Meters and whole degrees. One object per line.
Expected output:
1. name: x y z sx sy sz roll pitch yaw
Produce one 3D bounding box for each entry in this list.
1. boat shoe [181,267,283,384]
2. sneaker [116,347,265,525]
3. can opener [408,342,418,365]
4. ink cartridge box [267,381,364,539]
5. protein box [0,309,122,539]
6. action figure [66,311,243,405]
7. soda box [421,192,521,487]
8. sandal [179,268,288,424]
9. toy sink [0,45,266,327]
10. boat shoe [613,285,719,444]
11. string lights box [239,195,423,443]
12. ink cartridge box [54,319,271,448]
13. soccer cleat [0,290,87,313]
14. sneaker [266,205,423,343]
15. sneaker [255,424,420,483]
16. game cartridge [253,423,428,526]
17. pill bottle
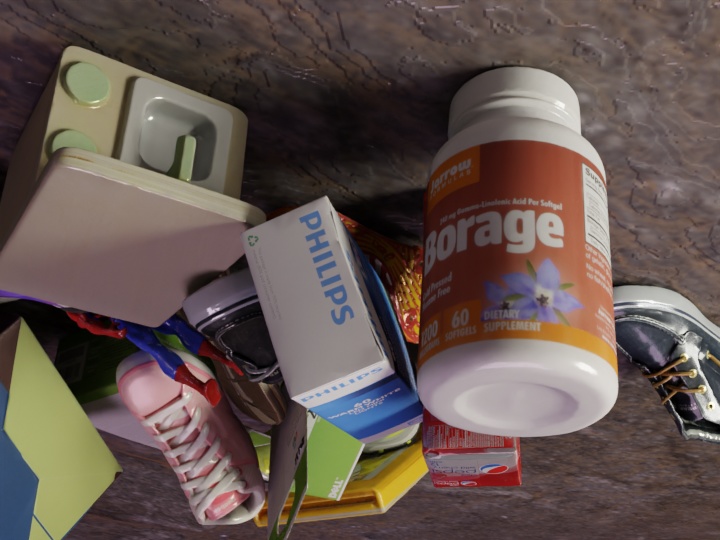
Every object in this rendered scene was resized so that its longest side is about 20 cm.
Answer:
1. boat shoe: -0.065 0.045 0.681 0.071 0.072 0.200 -24 168 9
2. sneaker: -0.143 0.157 0.844 0.075 0.105 0.201 -28 134 2
3. can opener: 0.106 0.047 0.812 0.198 0.067 0.052 -27 137 36
4. ink cartridge box: -0.033 0.160 0.849 0.074 0.202 0.149 12 129 -13
5. protein box: -0.360 0.139 0.848 0.198 0.135 0.201 12 136 37
6. action figure: -0.188 0.040 0.798 0.198 0.066 0.052 26 147 22
7. soda box: 0.077 0.044 0.663 0.062 0.203 0.070 -3 150 11
8. sandal: -0.106 0.049 0.825 0.079 0.054 0.202 9 133 40
9. toy sink: -0.152 -0.057 0.613 0.128 0.114 0.199 16 153 -26
10. boat shoe: 0.275 0.085 0.815 0.198 0.092 0.070 24 146 -30
11. string lights box: -0.007 0.041 0.603 0.058 0.104 0.200 -22 160 5
12. ink cartridge box: -0.196 0.125 0.969 0.146 0.077 0.199 -19 145 35
13. soccer cleat: -0.261 -0.011 0.765 0.196 0.069 0.074 0 147 14
14. sneaker: 0.000 0.000 0.756 0.199 0.074 0.077 34 162 -35
15. sneaker: -0.035 0.167 1.018 0.197 0.076 0.077 -20 140 -3
16. game cartridge: -0.001 0.220 1.047 0.174 0.033 0.199 -16 -173 33
17. pill bottle: 0.091 -0.015 0.557 0.110 0.203 0.113 3 151 2
